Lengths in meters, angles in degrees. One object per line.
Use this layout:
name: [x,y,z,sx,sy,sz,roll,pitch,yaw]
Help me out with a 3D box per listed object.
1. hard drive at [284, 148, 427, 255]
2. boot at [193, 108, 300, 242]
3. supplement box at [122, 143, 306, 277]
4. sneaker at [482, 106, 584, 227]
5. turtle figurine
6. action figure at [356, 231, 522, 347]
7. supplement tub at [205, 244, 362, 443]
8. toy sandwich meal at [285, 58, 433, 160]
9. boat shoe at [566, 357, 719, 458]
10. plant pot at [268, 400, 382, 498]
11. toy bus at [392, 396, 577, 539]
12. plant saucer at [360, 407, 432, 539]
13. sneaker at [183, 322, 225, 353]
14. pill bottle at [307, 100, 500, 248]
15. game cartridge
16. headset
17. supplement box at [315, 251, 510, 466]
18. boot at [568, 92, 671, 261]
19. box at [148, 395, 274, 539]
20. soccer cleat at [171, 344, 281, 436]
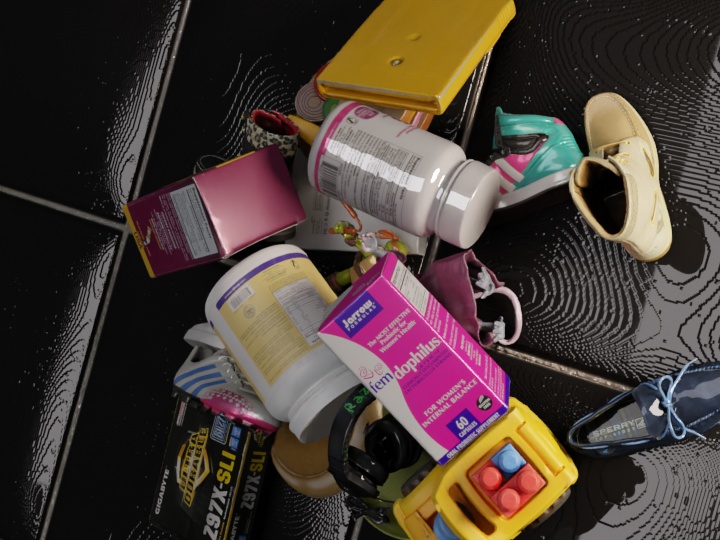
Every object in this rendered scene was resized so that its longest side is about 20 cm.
hard drive: [-0.003,-0.090,1.564,0.199,0.027,0.133,3,85,32]
boot: [-0.144,-0.146,1.585,0.203,0.073,0.155,39,133,40]
supplement box: [-0.182,-0.070,1.495,0.199,0.130,0.104,-12,101,53]
sneaker: [0.165,-0.126,1.436,0.199,0.083,0.122,-19,73,28]
turtle figurine: [0.000,0.000,1.513,0.161,0.065,0.200,-38,104,28]
action figure: [0.072,0.024,1.432,0.199,0.148,0.135,0,89,34]
supplement tub: [-0.076,0.085,1.443,0.145,0.145,0.200,-44,70,18]
toy sandwich meal: [-0.003,-0.207,1.533,0.204,0.070,0.207,-9,66,22]
boat shoe: [0.315,0.159,1.314,0.199,0.068,0.085,-34,68,23]
plant pot: [-0.055,0.182,1.533,0.199,0.027,0.202,-11,73,42]
toy bus: [0.135,0.242,1.315,0.200,0.192,0.136,-42,84,1]
plant saucer: [0.068,0.222,1.475,0.199,0.031,0.202,-6,79,31]
sneaker: [-0.141,0.064,1.609,0.199,0.074,0.116,4,65,41]
pill bottle: [0.050,-0.107,1.391,0.199,0.113,0.114,26,96,21]
game cartridge: [0.069,-0.269,1.480,0.175,0.033,0.200,14,50,32]
headset: [0.007,0.212,1.414,0.094,0.123,0.201,19,131,38]
supplement box: [0.059,0.093,1.321,0.101,0.103,0.200,-42,95,15]
boot: [0.270,-0.115,1.329,0.072,0.155,0.202,-19,74,27]
box: [-0.193,0.257,1.597,0.159,0.049,0.202,14,91,44]
soccer cleat: [-0.162,0.141,1.518,0.199,0.070,0.087,14,76,46]
